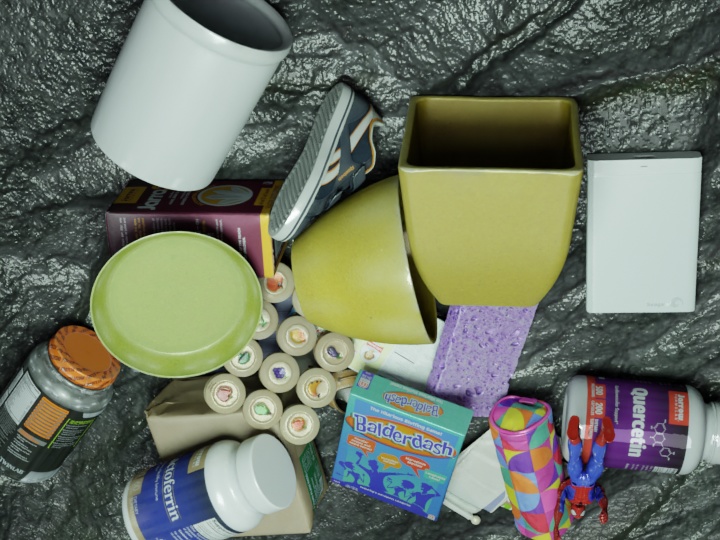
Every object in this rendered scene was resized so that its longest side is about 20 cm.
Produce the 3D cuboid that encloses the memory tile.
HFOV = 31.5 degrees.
[{"bbox_3d":[-0.089,0.102,1.566,0.153,0.017,0.201,24,89,-7],"label":"memory tile"}]

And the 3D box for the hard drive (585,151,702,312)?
[{"bbox_3d":[0.338,-0.044,1.532,0.131,0.026,0.201,-1,115,8],"label":"hard drive"}]

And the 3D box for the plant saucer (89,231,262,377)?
[{"bbox_3d":[-0.215,0.035,1.496,0.199,0.031,0.201,-4,122,-7],"label":"plant saucer"}]

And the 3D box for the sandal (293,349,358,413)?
[{"bbox_3d":[-0.015,0.160,1.657,0.200,0.055,0.082,42,113,-6],"label":"sandal"}]

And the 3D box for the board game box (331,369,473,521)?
[{"bbox_3d":[0.050,0.225,1.625,0.152,0.045,0.200,19,137,8],"label":"board game box"}]

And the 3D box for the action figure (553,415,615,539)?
[{"bbox_3d":[0.269,0.267,1.541,0.065,0.099,0.200,3,144,7],"label":"action figure"}]

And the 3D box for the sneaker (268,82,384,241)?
[{"bbox_3d":[-0.033,-0.113,1.473,0.079,0.078,0.201,31,77,-24],"label":"sneaker"}]

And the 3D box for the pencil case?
[{"bbox_3d":[0.221,0.253,1.637,0.088,0.089,0.201,-9,123,11],"label":"pencil case"}]

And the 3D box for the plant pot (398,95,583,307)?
[{"bbox_3d":[0.147,-0.069,1.458,0.195,0.194,0.201,2,121,6],"label":"plant pot"}]

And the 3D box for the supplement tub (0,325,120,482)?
[{"bbox_3d":[-0.406,0.174,1.678,0.122,0.123,0.200,36,114,-10],"label":"supplement tub"}]

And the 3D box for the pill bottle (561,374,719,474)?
[{"bbox_3d":[0.355,0.194,1.598,0.199,0.113,0.113,5,117,5],"label":"pill bottle"}]

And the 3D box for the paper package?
[{"bbox_3d":[-0.158,0.241,1.680,0.190,0.104,0.201,-6,115,19],"label":"paper package"}]

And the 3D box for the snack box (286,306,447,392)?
[{"bbox_3d":[0.016,0.072,1.611,0.200,0.037,0.116,31,102,-8],"label":"snack box"}]

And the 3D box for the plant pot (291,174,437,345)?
[{"bbox_3d":[0.000,0.000,1.491,0.141,0.200,0.201,-12,114,9],"label":"plant pot"}]

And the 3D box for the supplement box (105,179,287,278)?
[{"bbox_3d":[-0.195,-0.052,1.547,0.199,0.110,0.086,1,116,7],"label":"supplement box"}]

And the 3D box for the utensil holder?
[{"bbox_3d":[-0.193,-0.214,1.438,0.170,0.170,0.200,28,118,-7],"label":"utensil holder"}]

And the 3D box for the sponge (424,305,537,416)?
[{"bbox_3d":[0.150,0.096,1.595,0.111,0.030,0.201,0,120,-27],"label":"sponge"}]

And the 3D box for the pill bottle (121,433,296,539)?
[{"bbox_3d":[-0.186,0.277,1.580,0.199,0.116,0.116,-23,111,24],"label":"pill bottle"}]

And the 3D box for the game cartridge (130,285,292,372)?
[{"bbox_3d":[-0.182,0.068,1.590,0.199,0.038,0.130,-1,118,-32],"label":"game cartridge"}]

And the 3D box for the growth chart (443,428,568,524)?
[{"bbox_3d":[0.184,0.266,1.699,0.200,0.018,0.145,-40,115,23],"label":"growth chart"}]
